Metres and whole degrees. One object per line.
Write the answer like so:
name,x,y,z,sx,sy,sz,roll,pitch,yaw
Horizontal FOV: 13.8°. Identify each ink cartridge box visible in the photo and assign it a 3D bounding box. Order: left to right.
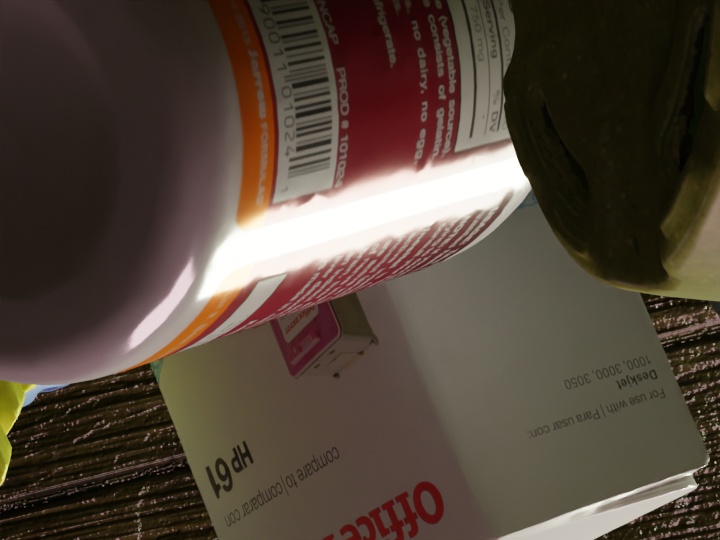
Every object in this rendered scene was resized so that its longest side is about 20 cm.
ink cartridge box,0.000,0.000,0.884,0.085,0.200,0.145,-17,168,-34

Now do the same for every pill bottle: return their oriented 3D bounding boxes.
pill bottle,-0.023,-0.046,0.699,0.113,0.113,0.200,-14,-178,35

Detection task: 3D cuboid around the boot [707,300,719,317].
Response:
boot,0.128,-0.048,0.923,0.070,0.200,0.132,-32,159,18

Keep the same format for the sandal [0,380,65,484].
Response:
sandal,-0.135,0.025,0.939,0.087,0.080,0.200,-20,-167,28

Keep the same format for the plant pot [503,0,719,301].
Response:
plant pot,0.130,-0.062,0.566,0.190,0.200,0.200,-3,178,-17
